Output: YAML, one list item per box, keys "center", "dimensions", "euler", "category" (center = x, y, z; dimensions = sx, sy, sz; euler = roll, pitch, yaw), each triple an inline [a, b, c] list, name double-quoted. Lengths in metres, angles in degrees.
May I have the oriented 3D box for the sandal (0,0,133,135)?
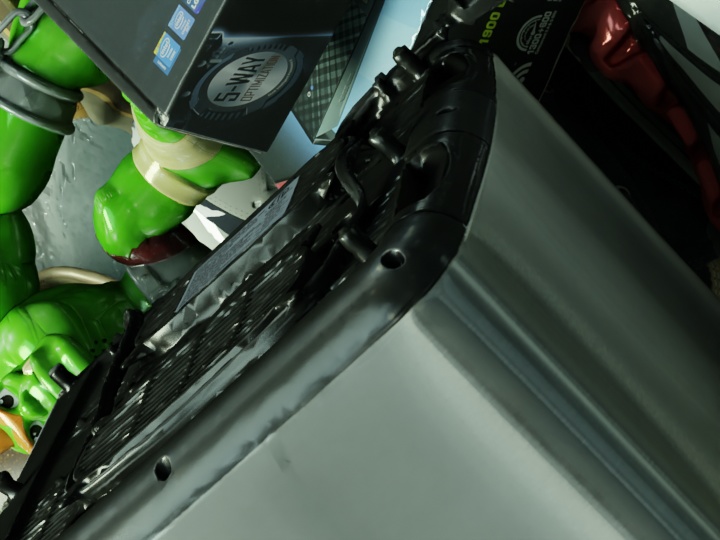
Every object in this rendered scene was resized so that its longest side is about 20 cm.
- center: [-0.117, -0.087, 0.867]
  dimensions: [0.054, 0.200, 0.081]
  euler: [-20, 76, 6]
  category: "sandal"

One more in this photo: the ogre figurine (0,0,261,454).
- center: [-0.065, 0.016, 0.775]
  dimensions: [0.200, 0.098, 0.120]
  euler: [42, 103, -15]
  category: "ogre figurine"

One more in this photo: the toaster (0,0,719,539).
- center: [0.003, 0.041, 0.629]
  dimensions: [0.119, 0.181, 0.200]
  euler: [44, 109, -12]
  category: "toaster"

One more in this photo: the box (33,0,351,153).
- center: [-0.036, -0.160, 0.698]
  dimensions: [0.160, 0.043, 0.200]
  euler: [46, 113, 40]
  category: "box"

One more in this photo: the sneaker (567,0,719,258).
- center: [0.136, -0.049, 0.707]
  dimensions: [0.201, 0.071, 0.098]
  euler: [55, 140, 9]
  category: "sneaker"

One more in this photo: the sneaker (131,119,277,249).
- center: [0.000, 0.000, 0.864]
  dimensions: [0.129, 0.079, 0.200]
  euler: [5, 114, 42]
  category: "sneaker"

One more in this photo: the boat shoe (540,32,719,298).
- center: [0.046, -0.045, 0.807]
  dimensions: [0.200, 0.062, 0.075]
  euler: [44, 137, 21]
  category: "boat shoe"

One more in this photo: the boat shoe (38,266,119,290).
- center: [-0.056, 0.052, 0.847]
  dimensions: [0.200, 0.072, 0.065]
  euler: [27, 140, 46]
  category: "boat shoe"

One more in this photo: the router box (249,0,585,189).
- center: [-0.008, -0.124, 0.759]
  dimensions: [0.200, 0.062, 0.150]
  euler: [51, 129, 39]
  category: "router box"

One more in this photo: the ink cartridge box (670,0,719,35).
- center: [0.165, -0.144, 0.571]
  dimensions: [0.145, 0.144, 0.200]
  euler: [40, 133, 22]
  category: "ink cartridge box"

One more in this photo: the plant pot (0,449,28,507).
- center: [-0.158, 0.095, 1.020]
  dimensions: [0.200, 0.187, 0.187]
  euler: [-25, 93, 34]
  category: "plant pot"
